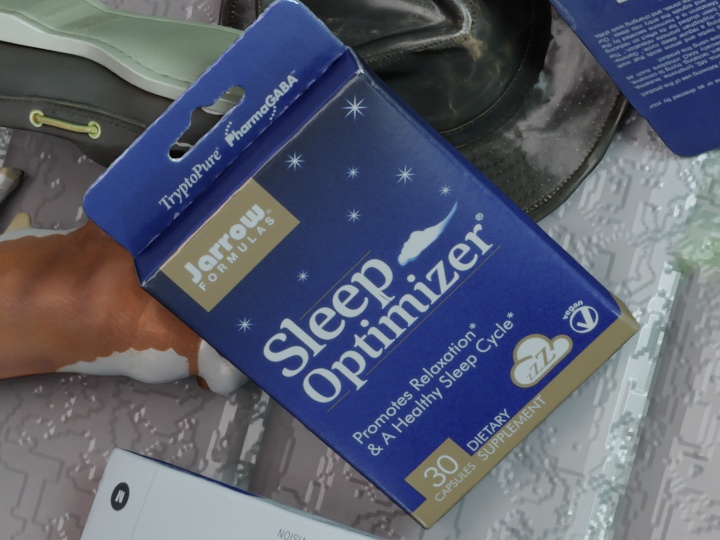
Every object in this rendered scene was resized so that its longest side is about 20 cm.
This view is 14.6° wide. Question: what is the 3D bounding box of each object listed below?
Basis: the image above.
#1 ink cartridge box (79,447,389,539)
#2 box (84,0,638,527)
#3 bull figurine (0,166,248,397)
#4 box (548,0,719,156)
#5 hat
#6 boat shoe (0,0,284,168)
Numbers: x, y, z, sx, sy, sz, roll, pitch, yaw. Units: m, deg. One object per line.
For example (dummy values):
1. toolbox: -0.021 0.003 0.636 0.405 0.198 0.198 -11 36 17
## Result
1. ink cartridge box: -0.065 0.187 1.129 0.199 0.041 0.200 12 84 49
2. box: 0.000 0.000 1.105 0.121 0.200 0.032 -44 24 9
3. bull figurine: -0.125 0.001 1.221 0.200 0.065 0.122 -6 70 15
4. box: 0.127 -0.129 1.080 0.121 0.200 0.032 -20 42 27
5. hat: 0.018 -0.110 1.174 0.200 0.081 0.201 -5 77 21
6. boat shoe: -0.096 -0.073 1.168 0.201 0.072 0.061 19 116 30
